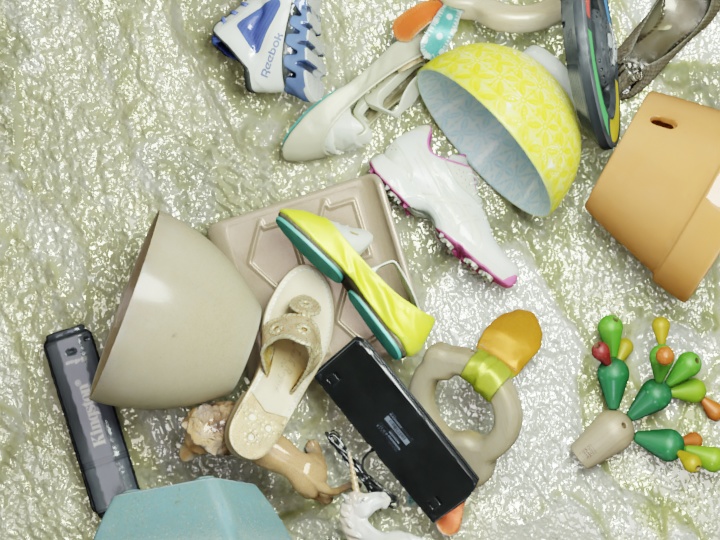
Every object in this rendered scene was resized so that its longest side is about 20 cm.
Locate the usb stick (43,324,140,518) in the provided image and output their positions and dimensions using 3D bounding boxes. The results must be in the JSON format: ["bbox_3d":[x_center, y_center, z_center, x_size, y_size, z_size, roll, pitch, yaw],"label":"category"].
[{"bbox_3d":[-0.282,0.158,1.725,0.055,0.033,0.202,-17,88,-1],"label":"usb stick"}]

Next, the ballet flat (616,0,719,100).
[{"bbox_3d":[0.327,-0.263,1.741,0.067,0.046,0.200,42,89,2],"label":"ballet flat"}]

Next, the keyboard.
[{"bbox_3d":[0.025,0.174,1.690,0.127,0.021,0.201,-40,87,31],"label":"keyboard"}]

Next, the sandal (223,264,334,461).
[{"bbox_3d":[-0.068,0.088,1.630,0.077,0.070,0.213,28,70,-16],"label":"sandal"}]

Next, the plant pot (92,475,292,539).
[{"bbox_3d":[-0.163,0.314,1.632,0.194,0.196,0.202,-12,75,17],"label":"plant pot"}]

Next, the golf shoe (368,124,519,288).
[{"bbox_3d":[0.102,-0.068,1.720,0.200,0.075,0.092,44,85,0],"label":"golf shoe"}]

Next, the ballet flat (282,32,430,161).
[{"bbox_3d":[0.006,-0.171,1.718,0.200,0.069,0.070,-42,89,-1],"label":"ballet flat"}]

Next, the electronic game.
[{"bbox_3d":[0.234,-0.220,1.632,0.041,0.200,0.202,-6,88,17],"label":"electronic game"}]

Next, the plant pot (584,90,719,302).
[{"bbox_3d":[0.319,-0.088,1.665,0.139,0.200,0.201,30,88,6],"label":"plant pot"}]

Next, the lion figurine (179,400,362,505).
[{"bbox_3d":[-0.089,0.188,1.682,0.198,0.122,0.073,21,88,-1],"label":"lion figurine"}]

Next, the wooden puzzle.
[{"bbox_3d":[-0.044,0.014,1.721,0.198,0.046,0.187,-17,91,9],"label":"wooden puzzle"}]

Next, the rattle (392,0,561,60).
[{"bbox_3d":[0.132,-0.310,1.675,0.198,0.143,0.131,-11,66,-12],"label":"rattle"}]

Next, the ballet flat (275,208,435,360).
[{"bbox_3d":[0.000,0.000,1.665,0.067,0.067,0.200,-42,90,-12],"label":"ballet flat"}]

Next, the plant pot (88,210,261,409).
[{"bbox_3d":[-0.177,0.056,1.657,0.133,0.200,0.202,20,88,-10],"label":"plant pot"}]

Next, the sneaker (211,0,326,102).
[{"bbox_3d":[-0.098,-0.271,1.713,0.114,0.081,0.202,-2,77,15],"label":"sneaker"}]

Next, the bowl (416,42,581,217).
[{"bbox_3d":[0.161,-0.164,1.665,0.108,0.200,0.200,-43,89,-9],"label":"bowl"}]

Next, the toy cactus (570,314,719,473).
[{"bbox_3d":[0.295,0.150,1.713,0.165,0.102,0.200,-40,98,8],"label":"toy cactus"}]

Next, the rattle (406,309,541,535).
[{"bbox_3d":[0.119,0.157,1.729,0.129,0.143,0.202,4,116,12],"label":"rattle"}]

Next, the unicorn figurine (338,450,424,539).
[{"bbox_3d":[0.050,0.295,1.674,0.136,0.074,0.202,4,119,21],"label":"unicorn figurine"}]
